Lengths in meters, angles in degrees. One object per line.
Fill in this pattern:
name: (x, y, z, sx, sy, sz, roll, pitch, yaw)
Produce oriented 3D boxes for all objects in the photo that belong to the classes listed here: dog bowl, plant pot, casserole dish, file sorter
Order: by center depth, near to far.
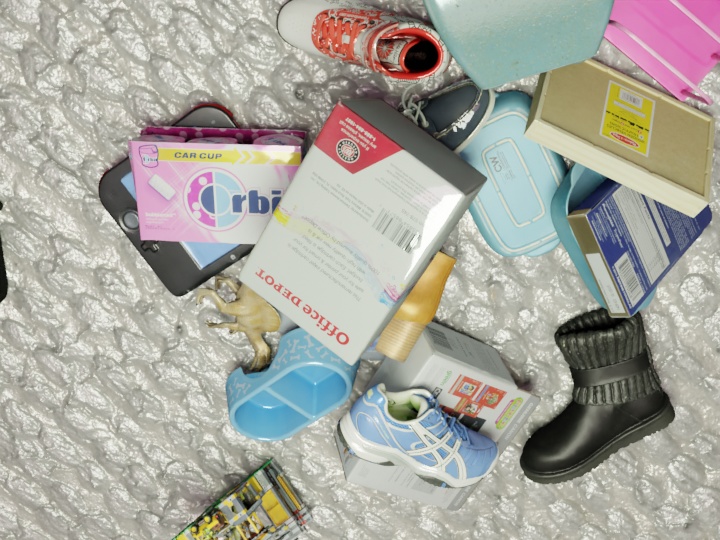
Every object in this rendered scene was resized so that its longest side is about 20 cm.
plant pot: (0.144, -0.295, 0.744, 0.193, 0.197, 0.203, -14, 115, 10)
file sorter: (0.349, -0.282, 0.754, 0.138, 0.126, 0.201, 35, 109, -7)
casserole dish: (0.269, -0.041, 0.854, 0.039, 0.122, 0.201, 0, 133, 51)
casserole dish: (0.171, -0.102, 0.873, 0.120, 0.039, 0.202, -25, 104, 13)
dog bowl: (-0.087, 0.148, 0.958, 0.199, 0.050, 0.111, -35, 124, 28)

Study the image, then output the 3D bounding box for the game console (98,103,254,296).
game console: (-0.198, -0.083, 0.931, 0.198, 0.031, 0.178, -30, 103, 15)

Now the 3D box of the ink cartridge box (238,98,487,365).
ink cartridge box: (0.005, -0.043, 0.763, 0.145, 0.145, 0.201, 37, 110, 6)

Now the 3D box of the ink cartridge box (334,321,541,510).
ink cartridge box: (0.093, 0.182, 0.951, 0.174, 0.084, 0.201, 23, 111, -25)

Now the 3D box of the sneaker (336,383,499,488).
sneaker: (0.076, 0.181, 0.850, 0.197, 0.076, 0.078, 17, 119, -24)

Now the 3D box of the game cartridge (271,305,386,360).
game cartridge: (-0.012, 0.039, 0.951, 0.196, 0.042, 0.135, 12, 106, 2)

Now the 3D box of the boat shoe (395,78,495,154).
boat shoe: (0.053, -0.150, 0.844, 0.198, 0.076, 0.062, -27, 142, 30)

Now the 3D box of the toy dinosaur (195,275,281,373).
toy dinosaur: (-0.142, 0.040, 0.937, 0.100, 0.059, 0.202, 19, 139, 14)

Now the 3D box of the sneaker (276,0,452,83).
sneaker: (0.001, -0.246, 0.812, 0.198, 0.108, 0.068, 14, 110, 1)

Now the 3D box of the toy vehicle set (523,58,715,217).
toy vehicle set: (0.275, -0.150, 0.812, 0.197, 0.126, 0.027, 25, 147, -3)

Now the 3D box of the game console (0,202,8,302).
game console: (-0.510, -0.025, 0.893, 0.175, 0.200, 0.117, 33, 109, -6)

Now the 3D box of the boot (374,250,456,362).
boot: (0.000, 0.000, 0.892, 0.199, 0.071, 0.146, 25, 94, 11)

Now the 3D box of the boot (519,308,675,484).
boot: (0.262, 0.147, 0.933, 0.209, 0.080, 0.159, -30, 111, 4)

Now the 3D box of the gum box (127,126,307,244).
gum box: (-0.160, -0.096, 0.874, 0.196, 0.066, 0.115, 2, 115, 1)

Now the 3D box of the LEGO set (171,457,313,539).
LEGO set: (-0.144, 0.340, 0.989, 0.153, 0.200, 0.117, -37, 85, 3)

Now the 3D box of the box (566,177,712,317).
box: (0.307, -0.056, 0.835, 0.032, 0.199, 0.122, -6, 117, 56)
